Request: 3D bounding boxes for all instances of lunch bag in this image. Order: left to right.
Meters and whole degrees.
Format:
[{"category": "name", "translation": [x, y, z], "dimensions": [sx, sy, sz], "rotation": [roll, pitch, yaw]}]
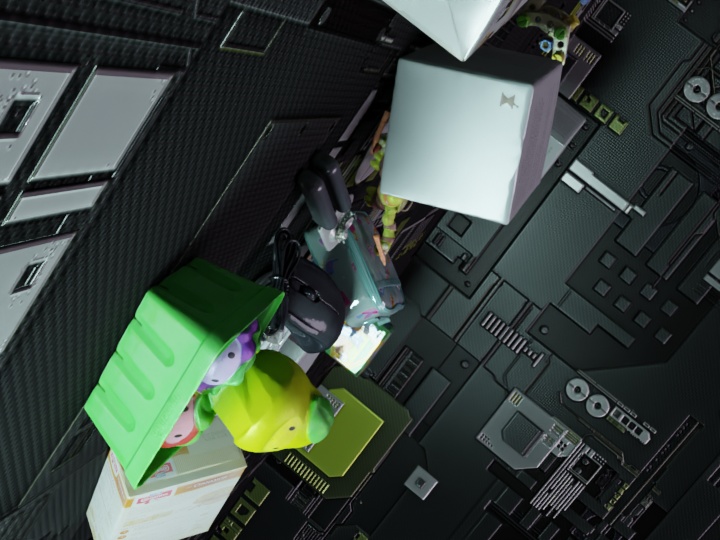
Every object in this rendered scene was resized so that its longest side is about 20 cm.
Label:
[{"category": "lunch bag", "translation": [0.000, 0.000, 1.449], "dimensions": [0.076, 0.162, 0.200], "rotation": [-28, 176, 12]}]

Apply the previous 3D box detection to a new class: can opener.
[{"category": "can opener", "translation": [-0.044, -0.079, 1.218], "dimensions": [0.053, 0.066, 0.200], "rotation": [-53, 166, -12]}]

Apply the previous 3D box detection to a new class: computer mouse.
[{"category": "computer mouse", "translation": [-0.061, 0.046, 1.277], "dimensions": [0.200, 0.052, 0.141], "rotation": [48, 49, -62]}]

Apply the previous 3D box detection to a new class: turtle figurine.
[{"category": "turtle figurine", "translation": [0.041, -0.118, 1.398], "dimensions": [0.161, 0.063, 0.203], "rotation": [-107, -165, -76]}]

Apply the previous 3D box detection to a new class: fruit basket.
[{"category": "fruit basket", "translation": [-0.127, 0.115, 0.978], "dimensions": [0.217, 0.215, 0.155], "rotation": [-55, 174, 29]}]

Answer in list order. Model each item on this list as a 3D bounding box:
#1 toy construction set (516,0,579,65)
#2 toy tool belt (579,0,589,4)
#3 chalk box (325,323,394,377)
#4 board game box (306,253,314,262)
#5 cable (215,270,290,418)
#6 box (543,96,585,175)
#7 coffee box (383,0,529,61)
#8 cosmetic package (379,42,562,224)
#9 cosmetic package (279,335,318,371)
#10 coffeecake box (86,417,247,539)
[{"category": "toy construction set", "translation": [0.305, -0.421, 1.552], "dimensions": [0.201, 0.131, 0.092], "rotation": [-55, 174, 22]}, {"category": "toy tool belt", "translation": [0.388, -0.506, 1.752], "dimensions": [0.125, 0.122, 0.201], "rotation": [-48, 173, -33]}, {"category": "chalk box", "translation": [0.010, 0.165, 2.806], "dimensions": [0.201, 0.124, 0.124], "rotation": [-54, 174, 6]}, {"category": "board game box", "translation": [-0.058, 0.000, 1.636], "dimensions": [0.200, 0.039, 0.159], "rotation": [-46, 171, -48]}, {"category": "cable", "translation": [-0.146, 0.093, 1.351], "dimensions": [0.201, 0.069, 0.200], "rotation": [-55, 174, 11]}, {"category": "box", "translation": [0.417, -0.342, 2.624], "dimensions": [0.171, 0.199, 0.200], "rotation": [-43, 171, -46]}, {"category": "coffee box", "translation": [0.102, -0.274, 0.887], "dimensions": [0.200, 0.113, 0.080], "rotation": [-46, 172, -45]}, {"category": "cosmetic package", "translation": [0.140, -0.178, 1.278], "dimensions": [0.200, 0.164, 0.170], "rotation": [-41, 143, -63]}, {"category": "cosmetic package", "translation": [-0.122, 0.134, 1.742], "dimensions": [0.114, 0.081, 0.200], "rotation": [-56, 173, 15]}, {"category": "coffeecake box", "translation": [-0.245, 0.274, 1.299], "dimensions": [0.152, 0.074, 0.201], "rotation": [-9, 150, -31]}]
